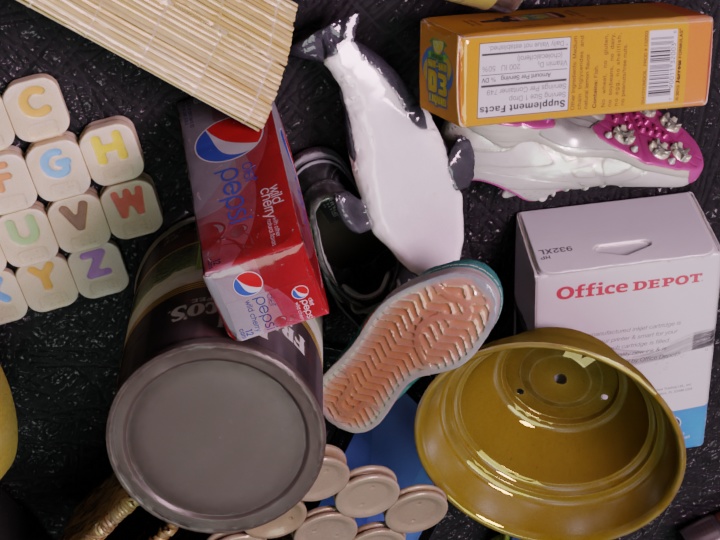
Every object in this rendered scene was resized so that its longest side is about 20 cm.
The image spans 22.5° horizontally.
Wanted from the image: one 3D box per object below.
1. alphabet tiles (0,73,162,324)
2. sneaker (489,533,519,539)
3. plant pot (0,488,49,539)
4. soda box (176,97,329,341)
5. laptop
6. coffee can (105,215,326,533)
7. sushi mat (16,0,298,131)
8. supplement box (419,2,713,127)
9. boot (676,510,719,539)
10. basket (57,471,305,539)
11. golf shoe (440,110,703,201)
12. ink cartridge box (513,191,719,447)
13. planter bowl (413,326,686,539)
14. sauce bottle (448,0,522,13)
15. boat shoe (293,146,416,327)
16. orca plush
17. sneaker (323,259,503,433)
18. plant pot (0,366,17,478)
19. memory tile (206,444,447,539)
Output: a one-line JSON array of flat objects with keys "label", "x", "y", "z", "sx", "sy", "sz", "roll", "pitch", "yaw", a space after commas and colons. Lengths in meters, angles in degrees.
[{"label": "alphabet tiles", "x": -0.246, "y": -0.044, "z": 1.294, "sx": 0.198, "sy": 0.015, "sz": 0.197, "roll": -15, "pitch": 128, "yaw": -1}, {"label": "sneaker", "x": 0.158, "y": 0.236, "z": 1.540, "sx": 0.075, "sy": 0.105, "sz": 0.201, "roll": 4, "pitch": 126, "yaw": -16}, {"label": "plant pot", "x": -0.343, "y": 0.264, "z": 1.403, "sx": 0.198, "sy": 0.201, "sz": 0.179, "roll": -18, "pitch": 122, "yaw": 2}, {"label": "soda box", "x": -0.074, "y": -0.045, "z": 1.212, "sx": 0.069, "sy": 0.201, "sz": 0.064, "roll": -17, "pitch": 130, "yaw": 2}, {"label": "laptop", "x": -0.040, "y": 0.157, "z": 1.438, "sx": 0.198, "sy": 0.104, "sz": 0.178, "roll": 13, "pitch": 123, "yaw": -21}, {"label": "coffee can", "x": -0.097, "y": 0.066, "z": 1.275, "sx": 0.145, "sy": 0.201, "sz": 0.148, "roll": -1, "pitch": 117, "yaw": -1}, {"label": "sushi mat", "x": -0.131, "y": -0.175, "z": 1.181, "sx": 0.199, "sy": 0.097, "sz": 0.012, "roll": 27, "pitch": 157, "yaw": -28}, {"label": "supplement box", "x": 0.140, "y": -0.142, "z": 1.238, "sx": 0.198, "sy": 0.066, "sz": 0.070, "roll": -5, "pitch": 109, "yaw": -23}, {"label": "boot", "x": 0.393, "y": 0.265, "z": 1.659, "sx": 0.198, "sy": 0.069, "sz": 0.190, "roll": -20, "pitch": 121, "yaw": -6}, {"label": "basket", "x": -0.137, "y": 0.210, "z": 1.396, "sx": 0.143, "sy": 0.149, "sz": 0.200, "roll": 42, "pitch": 116, "yaw": -9}, {"label": "golf shoe", "x": 0.150, "y": -0.088, "z": 1.320, "sx": 0.198, "sy": 0.076, "sz": 0.092, "roll": 14, "pitch": 133, "yaw": -13}, {"label": "ink cartridge box", "x": 0.196, "y": 0.048, "z": 1.418, "sx": 0.143, "sy": 0.084, "sz": 0.201, "roll": -7, "pitch": 129, "yaw": -5}, {"label": "planter bowl", "x": 0.143, "y": 0.104, "z": 1.341, "sx": 0.198, "sy": 0.084, "sz": 0.202, "roll": 8, "pitch": 130, "yaw": 9}, {"label": "sauce bottle", "x": 0.018, "y": -0.218, "z": 1.186, "sx": 0.198, "sy": 0.065, "sz": 0.065, "roll": 9, "pitch": 125, "yaw": -21}, {"label": "boat shoe", "x": 0.000, "y": 0.000, "z": 1.346, "sx": 0.072, "sy": 0.071, "sz": 0.200, "roll": -29, "pitch": 128, "yaw": 10}, {"label": "orca plush", "x": 0.009, "y": -0.086, "z": 1.282, "sx": 0.105, "sy": 0.071, "sz": 0.200, "roll": -43, "pitch": 111, "yaw": -3}, {"label": "sneaker", "x": 0.040, "y": 0.038, "z": 1.287, "sx": 0.071, "sy": 0.080, "sz": 0.200, "roll": 42, "pitch": 135, "yaw": -7}, {"label": "plant pot", "x": -0.331, "y": 0.114, "z": 1.304, "sx": 0.141, "sy": 0.200, "sz": 0.201, "roll": -15, "pitch": 134, "yaw": -34}, {"label": "memory tile", "x": -0.042, "y": 0.207, "z": 1.366, "sx": 0.152, "sy": 0.017, "sz": 0.200, "roll": 21, "pitch": 127, "yaw": -35}]
